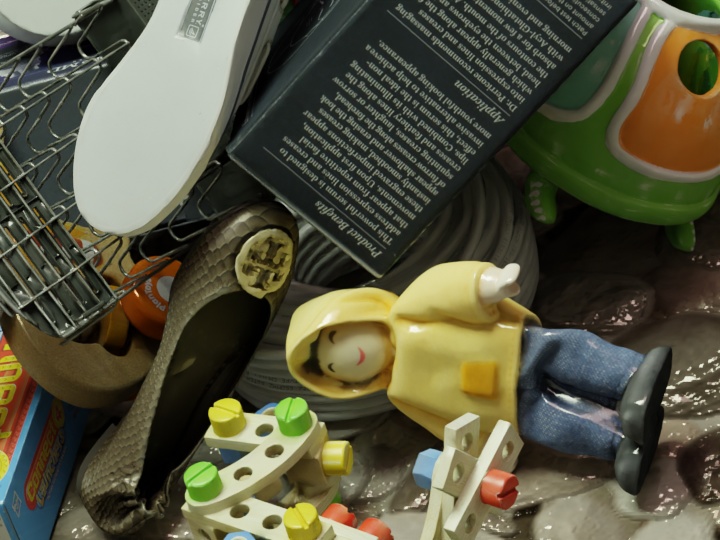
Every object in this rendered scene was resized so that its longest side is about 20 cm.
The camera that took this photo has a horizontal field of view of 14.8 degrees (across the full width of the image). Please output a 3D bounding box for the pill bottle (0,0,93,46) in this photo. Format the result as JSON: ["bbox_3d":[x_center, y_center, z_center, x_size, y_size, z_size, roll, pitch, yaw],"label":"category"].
[{"bbox_3d":[-0.182,-0.193,1.633,0.110,0.111,0.200,-20,15,-2],"label":"pill bottle"}]

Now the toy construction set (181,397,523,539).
[{"bbox_3d":[-0.008,0.123,1.372,0.199,0.092,0.131,2,39,43],"label":"toy construction set"}]

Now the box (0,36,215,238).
[{"bbox_3d":[-0.155,-0.086,1.641,0.147,0.105,0.200,-14,14,6],"label":"box"}]

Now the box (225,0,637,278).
[{"bbox_3d":[0.035,-0.121,1.431,0.200,0.107,0.149,-46,14,17],"label":"box"}]

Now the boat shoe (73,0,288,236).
[{"bbox_3d":[-0.082,-0.108,1.413,0.072,0.066,0.201,19,87,21],"label":"boat shoe"}]

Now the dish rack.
[{"bbox_3d":[-0.143,-0.053,1.449,0.200,0.154,0.055,-38,1,-38],"label":"dish rack"}]

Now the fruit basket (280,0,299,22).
[{"bbox_3d":[-0.016,-0.149,1.603,0.184,0.094,0.200,14,10,-5],"label":"fruit basket"}]

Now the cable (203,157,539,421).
[{"bbox_3d":[0.000,0.000,1.540,0.199,0.069,0.200,-24,37,-6],"label":"cable"}]

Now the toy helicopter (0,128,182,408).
[{"bbox_3d":[-0.185,-0.010,1.495,0.132,0.079,0.200,-20,69,-41],"label":"toy helicopter"}]

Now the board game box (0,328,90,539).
[{"bbox_3d":[-0.256,0.091,1.544,0.195,0.056,0.200,-8,37,15],"label":"board game box"}]

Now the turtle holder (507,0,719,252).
[{"bbox_3d":[0.148,-0.111,1.536,0.140,0.132,0.186,20,29,-6],"label":"turtle holder"}]

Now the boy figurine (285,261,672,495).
[{"bbox_3d":[0.056,0.045,1.396,0.199,0.125,0.065,16,39,13],"label":"boy figurine"}]

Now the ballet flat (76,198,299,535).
[{"bbox_3d":[-0.085,0.055,1.438,0.201,0.067,0.046,-59,39,14],"label":"ballet flat"}]
